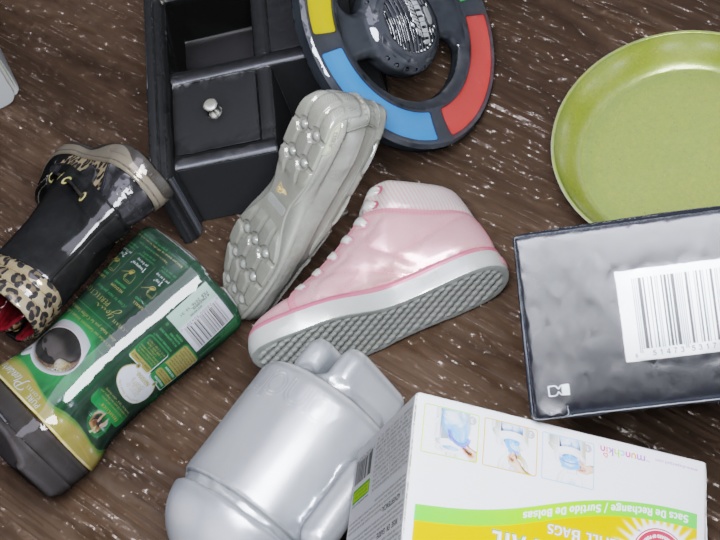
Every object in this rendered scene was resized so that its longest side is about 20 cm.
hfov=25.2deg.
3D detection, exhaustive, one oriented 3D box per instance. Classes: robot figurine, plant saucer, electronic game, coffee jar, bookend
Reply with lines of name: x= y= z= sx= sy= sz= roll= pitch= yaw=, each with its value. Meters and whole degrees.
robot figurine: x=-0.056 y=0.143 z=1.099 sx=0.169 sy=0.113 sz=0.200 roll=9 pitch=57 yaw=55
plant saucer: x=0.244 y=-0.093 z=1.211 sx=0.199 sy=0.031 sz=0.201 roll=-7 pitch=59 yaw=11
electronic game: x=0.029 y=-0.188 z=1.243 sx=0.042 sy=0.200 sz=0.201 roll=-21 pitch=47 yaw=48
coffee jar: x=-0.190 y=0.068 z=1.190 sx=0.200 sy=0.085 sz=0.104 roll=-44 pitch=46 yaw=-11
bookend: x=-0.065 y=-0.146 z=1.285 sx=0.198 sy=0.092 sz=0.201 roll=-10 pitch=59 yaw=8

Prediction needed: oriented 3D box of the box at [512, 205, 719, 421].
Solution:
box: x=0.206 y=0.020 z=1.039 sx=0.196 sy=0.200 sz=0.118 roll=-7 pitch=90 yaw=10

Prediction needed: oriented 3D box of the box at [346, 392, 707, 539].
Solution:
box: x=0.103 y=0.161 z=0.998 sx=0.199 sy=0.113 sz=0.102 roll=15 pitch=61 yaw=-15

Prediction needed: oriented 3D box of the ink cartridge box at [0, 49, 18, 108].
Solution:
ink cartridge box: x=-0.406 y=-0.210 z=1.416 sx=0.145 sy=0.084 sz=0.200 roll=-29 pitch=57 yaw=-4

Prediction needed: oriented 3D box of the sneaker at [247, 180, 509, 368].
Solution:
sneaker: x=0.000 y=0.000 z=1.191 sx=0.199 sy=0.075 sz=0.105 roll=-21 pitch=61 yaw=-7

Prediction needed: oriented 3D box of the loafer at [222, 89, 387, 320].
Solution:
loafer: x=-0.041 y=-0.044 z=1.192 sx=0.070 sy=0.070 sz=0.200 roll=55 pitch=128 yaw=35

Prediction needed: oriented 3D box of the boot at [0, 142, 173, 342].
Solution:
boot: x=-0.235 y=-0.021 z=1.214 sx=0.151 sy=0.073 sz=0.200 roll=-51 pitch=25 yaw=-22
